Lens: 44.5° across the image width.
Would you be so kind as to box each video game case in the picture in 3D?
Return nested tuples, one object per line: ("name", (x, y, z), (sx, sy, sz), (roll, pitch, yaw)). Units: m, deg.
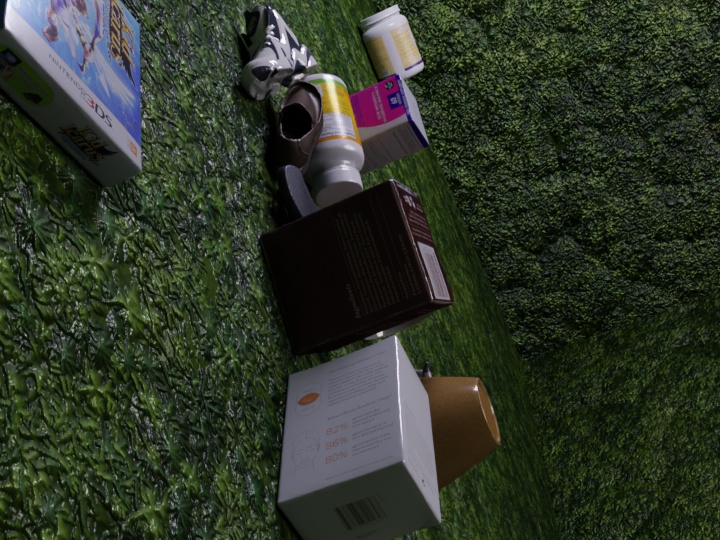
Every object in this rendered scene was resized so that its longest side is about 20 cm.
("video game case", (-0.259, -0.206, 0.772), (0.182, 0.045, 0.204), (54, 21, -53))

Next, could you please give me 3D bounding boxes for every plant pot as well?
("plant pot", (0.085, 0.224, 1.210), (0.186, 0.196, 0.190), (-21, 90, -75))

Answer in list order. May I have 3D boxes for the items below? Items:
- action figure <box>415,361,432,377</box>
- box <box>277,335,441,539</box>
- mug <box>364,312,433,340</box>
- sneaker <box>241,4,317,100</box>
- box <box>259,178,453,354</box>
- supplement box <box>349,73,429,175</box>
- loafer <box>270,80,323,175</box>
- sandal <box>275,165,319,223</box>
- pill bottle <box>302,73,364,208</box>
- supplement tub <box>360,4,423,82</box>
("action figure", (0.112, 0.265, 1.473), (0.196, 0.103, 0.200), (62, 11, 7))
("box", (-0.001, 0.198, 1.000), (0.202, 0.149, 0.107), (-90, 154, -55))
("mug", (0.026, -0.007, 1.456), (0.177, 0.131, 0.204), (32, 37, -71))
("sneaker", (-0.152, -0.342, 1.345), (0.130, 0.079, 0.199), (51, 34, 0))
("box", (0.000, 0.000, 1.182), (0.166, 0.196, 0.168), (10, 60, -75))
("supplement box", (0.008, -0.245, 1.563), (0.103, 0.196, 0.103), (40, 31, -60))
("loafer", (-0.089, -0.228, 1.333), (0.072, 0.071, 0.203), (105, -9, -47))
("sandal", (-0.093, -0.085, 1.293), (0.201, 0.042, 0.078), (64, 18, -65))
("pill bottle", (-0.055, -0.210, 1.447), (0.111, 0.109, 0.204), (43, 30, -61))
("supplement tub", (0.091, -0.663, 2.601), (0.146, 0.142, 0.204), (-68, 137, -70))
